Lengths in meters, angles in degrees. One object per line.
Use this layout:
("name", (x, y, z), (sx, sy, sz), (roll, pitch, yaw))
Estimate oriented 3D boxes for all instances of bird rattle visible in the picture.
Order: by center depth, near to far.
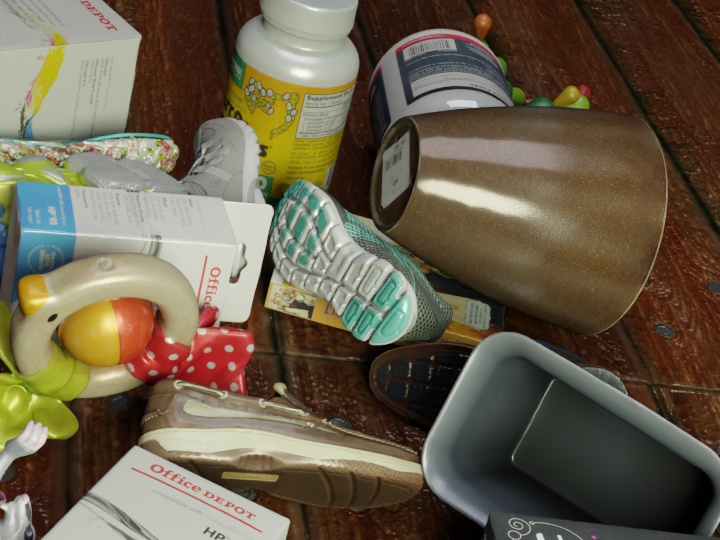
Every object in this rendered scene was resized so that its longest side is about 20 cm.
("bird rattle", (-0.166, 0.053, 1.066), (0.197, 0.164, 0.114), (-3, 53, -12))

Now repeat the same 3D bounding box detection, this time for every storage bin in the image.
("storage bin", (0.159, 0.149, 1.094), (0.199, 0.147, 0.134), (31, 7, 24))

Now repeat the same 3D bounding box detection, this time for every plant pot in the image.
("plant pot", (0.114, -0.058, 1.276), (0.198, 0.188, 0.188), (12, 30, -22))

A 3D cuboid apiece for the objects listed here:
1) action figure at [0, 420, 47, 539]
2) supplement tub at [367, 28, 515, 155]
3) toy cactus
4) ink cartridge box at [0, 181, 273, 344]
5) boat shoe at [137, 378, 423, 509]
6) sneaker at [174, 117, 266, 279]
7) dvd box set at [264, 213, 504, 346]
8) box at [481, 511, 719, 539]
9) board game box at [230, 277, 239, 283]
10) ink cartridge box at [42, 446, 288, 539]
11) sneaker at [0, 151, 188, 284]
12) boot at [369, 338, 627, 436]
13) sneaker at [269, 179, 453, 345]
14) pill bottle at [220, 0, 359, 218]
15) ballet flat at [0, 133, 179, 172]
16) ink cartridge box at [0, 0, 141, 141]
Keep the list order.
("action figure", (-0.272, 0.140, 0.920), (0.199, 0.134, 0.150), (33, 64, -21))
("supplement tub", (0.081, -0.125, 1.467), (0.138, 0.142, 0.201), (9, 32, -11))
("toy cactus", (0.151, -0.180, 1.649), (0.198, 0.103, 0.166), (20, 40, -10))
("ink cartridge box", (-0.163, 0.006, 1.168), (0.197, 0.117, 0.067), (3, 33, -19))
("boat shoe", (-0.051, 0.110, 1.069), (0.200, 0.075, 0.076), (11, 58, -20))
("sneaker", (-0.126, -0.070, 1.299), (0.081, 0.075, 0.201), (6, 30, -16))
("dvd box set", (0.026, 0.009, 1.335), (0.197, 0.030, 0.147), (16, 31, -1))
("box", (0.162, 0.238, 0.938), (0.197, 0.134, 0.115), (9, 28, -13))
("board game box", (-0.193, -0.028, 1.298), (0.197, 0.030, 0.096), (11, 31, -14))
("ink cartridge box", (-0.122, 0.182, 0.942), (0.115, 0.067, 0.200), (23, 32, 13))
("sneaker", (-0.235, -0.034, 1.217), (0.197, 0.106, 0.076), (4, 21, -21))
("boot", (0.107, 0.091, 1.232), (0.197, 0.076, 0.097), (8, 6, 4))
("sneaker", (0.000, 0.000, 1.258), (0.091, 0.078, 0.200), (16, 24, -45))
("pill bottle", (-0.064, -0.157, 1.391), (0.111, 0.202, 0.113), (12, 31, -7))
("ballet flat", (-0.241, -0.071, 1.272), (0.197, 0.076, 0.065), (-4, 65, -21))
("ink cartridge box", (-0.313, -0.161, 1.335), (0.198, 0.146, 0.147), (-12, 41, -38))
